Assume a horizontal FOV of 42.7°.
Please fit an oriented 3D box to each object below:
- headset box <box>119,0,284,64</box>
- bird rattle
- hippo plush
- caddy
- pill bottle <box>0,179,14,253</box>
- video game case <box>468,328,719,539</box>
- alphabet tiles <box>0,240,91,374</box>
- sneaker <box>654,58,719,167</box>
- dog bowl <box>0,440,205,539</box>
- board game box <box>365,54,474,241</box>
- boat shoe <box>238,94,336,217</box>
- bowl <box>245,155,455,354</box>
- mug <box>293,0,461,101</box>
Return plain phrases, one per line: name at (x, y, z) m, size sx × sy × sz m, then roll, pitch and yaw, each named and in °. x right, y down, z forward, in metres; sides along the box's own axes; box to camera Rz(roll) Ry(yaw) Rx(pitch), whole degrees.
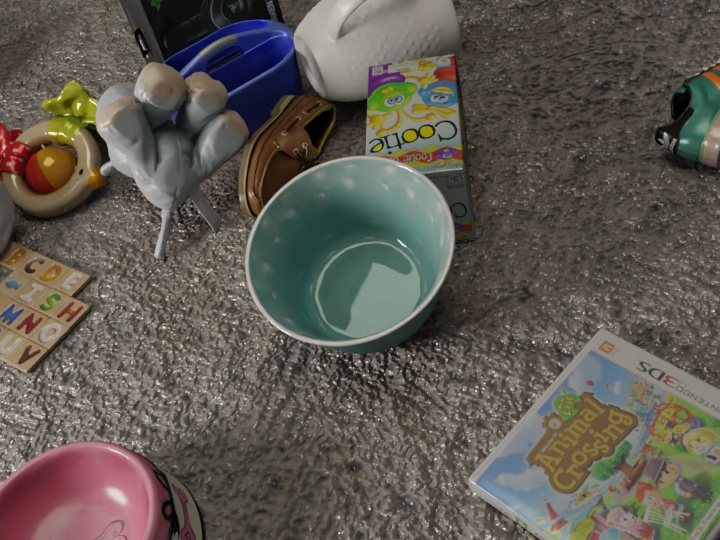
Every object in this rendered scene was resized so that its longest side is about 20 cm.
headset box at (-0.221, -0.355, 1.246) m, size 0.200 × 0.174 × 0.093 m, roll -33°, pitch 48°, yaw -17°
bird rattle at (-0.400, -0.142, 1.154) m, size 0.200 × 0.113 × 0.163 m, roll -24°, pitch 65°, yaw -5°
hippo plush at (-0.227, -0.154, 1.083) m, size 0.159 × 0.200 × 0.161 m, roll -28°, pitch 28°, yaw -18°
caddy at (-0.169, -0.249, 1.181) m, size 0.200 × 0.105 × 0.141 m, roll -35°, pitch 48°, yaw -17°
pill bottle at (-0.528, -0.066, 1.098) m, size 0.200 × 0.114 × 0.114 m, roll 2°, pitch 48°, yaw 22°
video game case at (0.221, 0.156, 0.763) m, size 0.182 × 0.022 × 0.200 m, roll 30°, pitch 61°, yaw 35°
alphabet tiles at (-0.405, 0.045, 1.040) m, size 0.200 × 0.008 × 0.167 m, roll 19°, pitch 55°, yaw 30°
sneaker at (0.391, -0.199, 1.013) m, size 0.080 × 0.071 × 0.200 m, roll 22°, pitch 58°, yaw 26°
dog bowl at (-0.238, 0.233, 0.777) m, size 0.200 × 0.074 × 0.200 m, roll -8°, pitch 46°, yaw 8°
board game box at (0.065, -0.133, 1.015) m, size 0.105 × 0.103 × 0.200 m, roll -7°, pitch 47°, yaw 9°
boat shoe at (-0.083, -0.142, 1.084) m, size 0.068 × 0.072 × 0.200 m, roll 4°, pitch 50°, yaw 18°
bowl at (0.000, 0.000, 0.892) m, size 0.200 × 0.105 × 0.201 m, roll -7°, pitch 61°, yaw 12°
mug at (0.015, -0.297, 1.119) m, size 0.175 × 0.200 × 0.148 m, roll -28°, pitch 78°, yaw -9°
